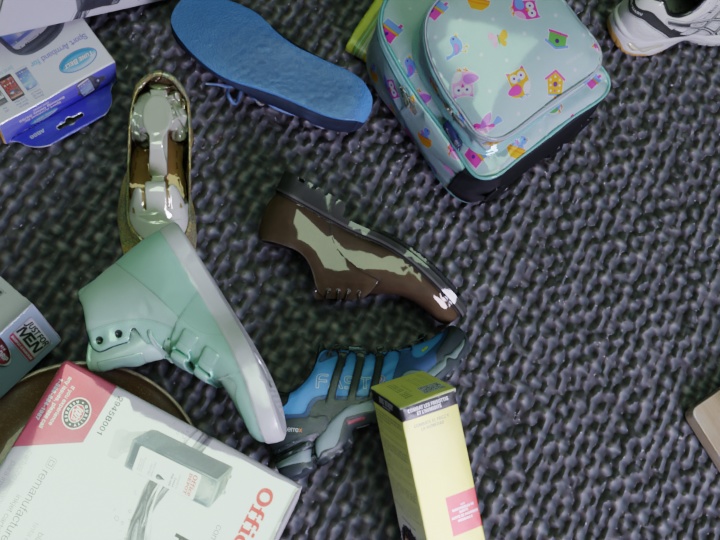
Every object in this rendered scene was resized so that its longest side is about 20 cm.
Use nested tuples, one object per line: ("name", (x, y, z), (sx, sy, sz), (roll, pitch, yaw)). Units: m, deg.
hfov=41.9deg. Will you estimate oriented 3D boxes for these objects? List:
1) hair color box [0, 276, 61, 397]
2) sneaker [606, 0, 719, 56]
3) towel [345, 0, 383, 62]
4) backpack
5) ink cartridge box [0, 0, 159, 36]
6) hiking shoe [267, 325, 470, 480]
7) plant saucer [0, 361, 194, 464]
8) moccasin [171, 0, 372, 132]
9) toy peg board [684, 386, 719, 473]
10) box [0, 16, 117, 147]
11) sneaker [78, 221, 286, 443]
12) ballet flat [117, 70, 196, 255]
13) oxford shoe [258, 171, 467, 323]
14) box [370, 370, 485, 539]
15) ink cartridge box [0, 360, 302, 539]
("hair color box", (-0.339, 0.084, 0.711), (0.099, 0.061, 0.200), (33, 68, 26))
("sneaker", (0.355, -0.279, 0.967), (0.198, 0.088, 0.076), (-21, 75, -18))
("towel", (0.087, -0.197, 0.927), (0.199, 0.018, 0.087), (34, 75, 0))
("backpack", (0.105, -0.189, 0.844), (0.175, 0.153, 0.201), (-36, 78, -10))
("ink cartridge box", (-0.263, -0.303, 0.824), (0.199, 0.084, 0.146), (-28, 79, -40))
("hiking shoe", (0.002, 0.089, 0.784), (0.199, 0.074, 0.087), (-30, 80, -18))
("plant saucer", (-0.219, 0.174, 0.734), (0.197, 0.037, 0.203), (3, 72, -10))
("moccasin", (-0.086, -0.175, 0.860), (0.199, 0.068, 0.081), (33, 77, 2))
("toy peg board", (0.435, 0.156, 0.833), (0.198, 0.098, 0.201), (-28, 78, -18))
("box", (-0.310, -0.208, 0.841), (0.119, 0.042, 0.201), (-35, 79, -19))
("sneaker", (-0.145, 0.072, 0.739), (0.117, 0.074, 0.201), (-32, 70, -7))
("ballet flat", (-0.175, -0.081, 0.811), (0.070, 0.071, 0.203), (1, 72, -11))
("oxford shoe", (0.000, 0.000, 0.825), (0.198, 0.073, 0.085), (30, 86, 2))
("box", (0.059, 0.185, 0.725), (0.050, 0.075, 0.203), (-14, 98, -16))
("ink cartridge box", (-0.161, 0.179, 0.681), (0.198, 0.085, 0.147), (28, 69, -2))
